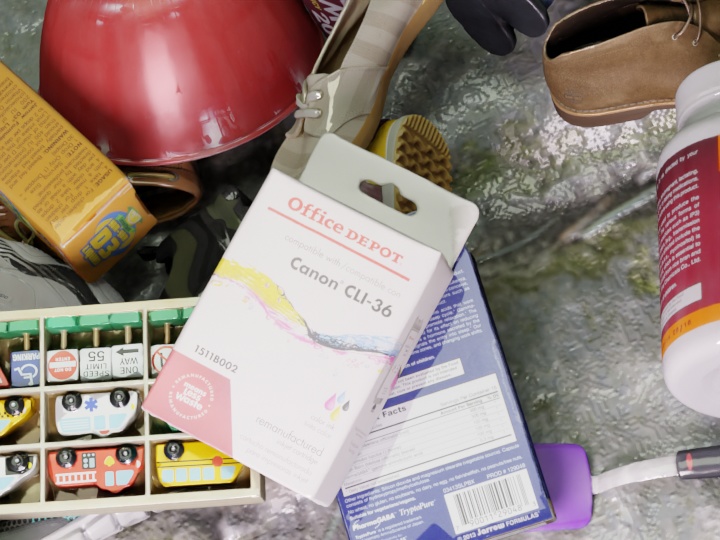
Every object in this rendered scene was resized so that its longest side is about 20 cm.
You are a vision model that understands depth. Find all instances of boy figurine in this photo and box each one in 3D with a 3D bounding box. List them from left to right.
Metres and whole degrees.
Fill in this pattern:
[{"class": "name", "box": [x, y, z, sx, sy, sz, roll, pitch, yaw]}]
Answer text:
[{"class": "boy figurine", "box": [0.142, -0.229, 1.592, 0.200, 0.064, 0.124, -52, 14, -28]}]

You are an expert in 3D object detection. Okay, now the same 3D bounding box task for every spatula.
[{"class": "spatula", "box": [0.172, 0.119, 1.429, 0.200, 0.021, 0.057, -9, 65, 13]}]

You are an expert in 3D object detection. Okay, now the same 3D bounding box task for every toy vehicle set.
[{"class": "toy vehicle set", "box": [-0.158, 0.083, 1.460, 0.200, 0.027, 0.124, -5, 76, 5]}]

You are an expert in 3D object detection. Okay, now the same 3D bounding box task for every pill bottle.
[{"class": "pill bottle", "box": [0.231, -0.022, 1.434, 0.113, 0.113, 0.200, -7, 59, 15]}]

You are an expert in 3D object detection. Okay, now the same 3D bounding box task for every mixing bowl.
[{"class": "mixing bowl", "box": [-0.131, -0.174, 1.618, 0.200, 0.108, 0.200, -8, 40, 6]}]

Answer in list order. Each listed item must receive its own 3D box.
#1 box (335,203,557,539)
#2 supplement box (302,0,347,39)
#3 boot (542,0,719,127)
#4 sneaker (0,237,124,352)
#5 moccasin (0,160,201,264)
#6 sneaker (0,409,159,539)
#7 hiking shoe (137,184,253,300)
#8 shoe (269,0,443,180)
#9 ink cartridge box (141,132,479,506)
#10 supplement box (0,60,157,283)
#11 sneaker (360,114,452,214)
[{"class": "box", "box": [0.030, 0.071, 1.439, 0.121, 0.032, 0.200, -18, 79, 6]}, {"class": "supplement box", "box": [0.016, -0.260, 1.649, 0.061, 0.109, 0.200, 5, 62, 27]}, {"class": "boot", "box": [0.212, -0.147, 1.537, 0.200, 0.075, 0.074, -15, 57, 10]}, {"class": "sneaker", "box": [-0.258, 0.028, 1.559, 0.200, 0.075, 0.115, 20, 37, 11]}, {"class": "moccasin", "box": [-0.202, -0.036, 1.624, 0.201, 0.074, 0.078, -13, 49, 1]}, {"class": "sneaker", "box": [-0.174, 0.125, 1.501, 0.200, 0.078, 0.091, -28, 84, -6]}, {"class": "hiking shoe", "box": [-0.082, 0.044, 1.541, 0.101, 0.076, 0.200, -31, 48, 14]}, {"class": "shoe", "box": [-0.010, -0.127, 1.541, 0.070, 0.053, 0.200, -3, 53, 57]}, {"class": "ink cartridge box", "box": [-0.026, 0.021, 1.406, 0.116, 0.067, 0.200, 27, 84, 12]}, {"class": "supplement box", "box": [-0.224, -0.081, 1.573, 0.200, 0.067, 0.069, 39, 80, 25]}, {"class": "sneaker", "box": [0.000, 0.000, 1.537, 0.090, 0.075, 0.200, -8, 61, 41]}]
